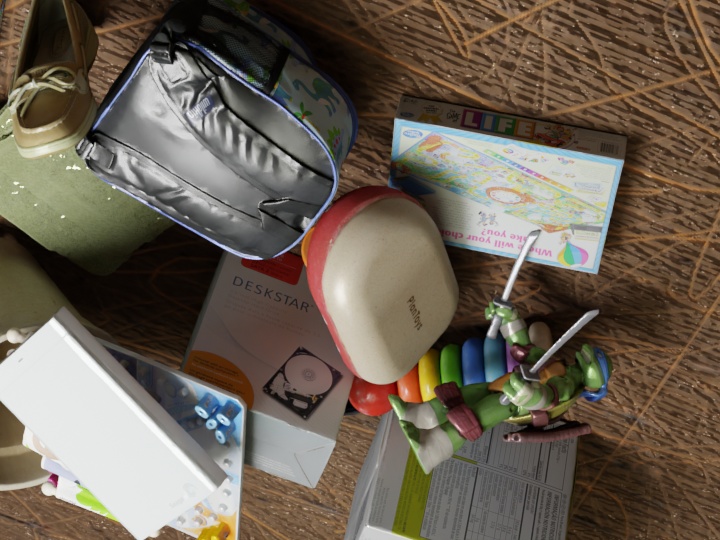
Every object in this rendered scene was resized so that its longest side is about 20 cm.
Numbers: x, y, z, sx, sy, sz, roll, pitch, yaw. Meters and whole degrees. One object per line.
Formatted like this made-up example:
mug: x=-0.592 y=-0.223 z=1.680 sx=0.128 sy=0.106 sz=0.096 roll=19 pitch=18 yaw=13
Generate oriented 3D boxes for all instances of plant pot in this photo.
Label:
plant pot: x=-0.340 y=0.073 z=1.661 sx=0.199 sy=0.184 sz=0.202 roll=-18 pitch=135 yaw=-19

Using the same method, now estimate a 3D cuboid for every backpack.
backpack: x=-0.106 y=-0.125 z=1.461 sx=0.199 sy=0.148 sz=0.183 roll=34 pitch=131 yaw=-12

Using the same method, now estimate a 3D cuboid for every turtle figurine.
turtle figurine: x=0.114 y=0.078 z=1.520 sx=0.193 sy=0.145 sz=0.200 roll=-27 pitch=143 yaw=0

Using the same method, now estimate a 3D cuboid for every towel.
towel: x=-0.272 y=-0.080 z=1.615 sx=0.199 sy=0.037 sz=0.148 roll=36 pitch=130 yaw=-28

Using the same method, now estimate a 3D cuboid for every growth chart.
growth chart: x=-0.250 y=0.144 z=1.551 sx=0.143 sy=0.018 sz=0.201 roll=13 pitch=128 yaw=21

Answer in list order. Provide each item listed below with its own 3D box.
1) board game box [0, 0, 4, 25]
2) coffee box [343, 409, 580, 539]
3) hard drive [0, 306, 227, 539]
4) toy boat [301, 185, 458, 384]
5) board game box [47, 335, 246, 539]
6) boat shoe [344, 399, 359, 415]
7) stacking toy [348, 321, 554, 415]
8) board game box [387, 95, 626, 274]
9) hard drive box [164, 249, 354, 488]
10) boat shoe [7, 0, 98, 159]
board game box: x=-0.388 y=-0.229 z=1.518 sx=0.150 sy=0.037 sz=0.201 roll=19 pitch=134 yaw=-3
coffee box: x=0.091 y=0.261 z=1.732 sx=0.196 sy=0.201 sz=0.201 roll=17 pitch=135 yaw=-2
hard drive: x=-0.222 y=0.135 z=1.500 sx=0.200 sy=0.026 sz=0.132 roll=47 pitch=133 yaw=-8
toy boat: x=0.000 y=0.000 z=1.540 sx=0.130 sy=0.131 sz=0.200 roll=33 pitch=161 yaw=29
board game box: x=-0.198 y=0.158 z=1.562 sx=0.198 sy=0.026 sz=0.201 roll=21 pitch=133 yaw=16
boat shoe: x=-0.075 y=0.115 z=1.739 sx=0.198 sy=0.063 sz=0.075 roll=-2 pitch=134 yaw=19
stacking toy: x=0.084 y=0.099 z=1.646 sx=0.198 sy=0.086 sz=0.086 roll=-5 pitch=131 yaw=9
board game box: x=0.123 y=-0.074 z=1.526 sx=0.198 sy=0.034 sz=0.135 roll=11 pitch=134 yaw=5
hard drive box: x=-0.083 y=0.081 z=1.611 sx=0.155 sy=0.201 sz=0.077 roll=20 pitch=134 yaw=-5
boat shoe: x=-0.255 y=-0.166 z=1.429 sx=0.072 sy=0.202 sz=0.063 roll=-13 pitch=128 yaw=11
